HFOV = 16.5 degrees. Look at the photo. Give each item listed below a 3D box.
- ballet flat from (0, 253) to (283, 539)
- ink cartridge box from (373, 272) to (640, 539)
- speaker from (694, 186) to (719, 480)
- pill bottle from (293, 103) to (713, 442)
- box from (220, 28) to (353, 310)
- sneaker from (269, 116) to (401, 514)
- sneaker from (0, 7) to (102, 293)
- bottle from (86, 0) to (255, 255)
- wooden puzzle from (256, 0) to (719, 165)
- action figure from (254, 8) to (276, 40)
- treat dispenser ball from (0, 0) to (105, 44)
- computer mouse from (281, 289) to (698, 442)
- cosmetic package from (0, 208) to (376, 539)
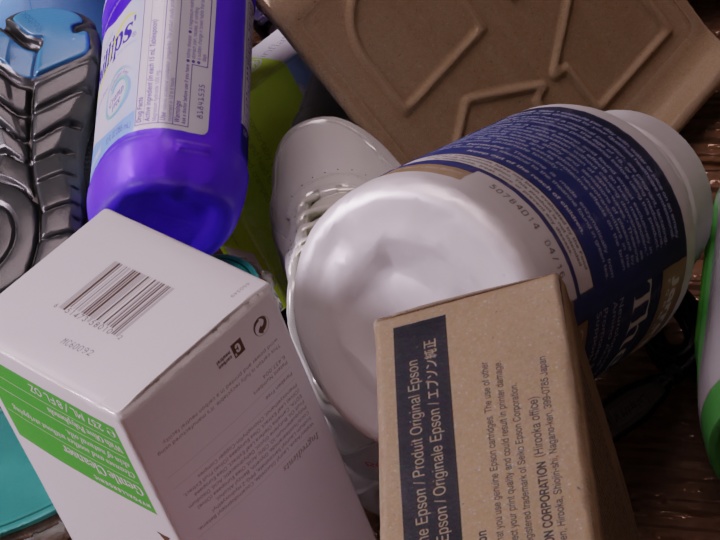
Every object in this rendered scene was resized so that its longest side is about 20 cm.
[{"bbox_3d":[-0.106,0.072,1.069,0.200,0.072,0.072,-38,39,-24],"label":"ballet flat"},{"bbox_3d":[0.064,0.131,0.863,0.075,0.200,0.165,-14,36,8],"label":"ink cartridge box"},{"bbox_3d":[0.190,0.007,1.055,0.088,0.089,0.200,-7,39,19],"label":"speaker"},{"bbox_3d":[0.068,-0.005,1.001,0.111,0.111,0.200,3,16,30],"label":"pill bottle"},{"bbox_3d":[0.006,-0.077,1.222,0.200,0.122,0.048,-40,28,-24],"label":"box"},{"bbox_3d":[0.000,0.000,1.074,0.078,0.099,0.200,-21,54,4],"label":"sneaker"},{"bbox_3d":[-0.144,-0.018,1.116,0.073,0.082,0.201,5,59,14],"label":"sneaker"},{"bbox_3d":[-0.082,-0.104,1.104,0.065,0.084,0.201,11,60,-17],"label":"bottle"},{"bbox_3d":[0.062,-0.115,1.195,0.185,0.200,0.046,-48,15,-23],"label":"wooden puzzle"},{"bbox_3d":[-0.025,-0.120,1.333,0.130,0.069,0.200,-33,30,6],"label":"action figure"},{"bbox_3d":[-0.178,-0.104,1.284,0.200,0.201,0.201,-14,37,11],"label":"treat dispenser ball"},{"bbox_3d":[0.059,0.043,1.119,0.200,0.046,0.141,-28,55,-2],"label":"computer mouse"},{"bbox_3d":[-0.063,0.086,0.985,0.085,0.200,0.107,-41,40,-25],"label":"cosmetic package"}]
